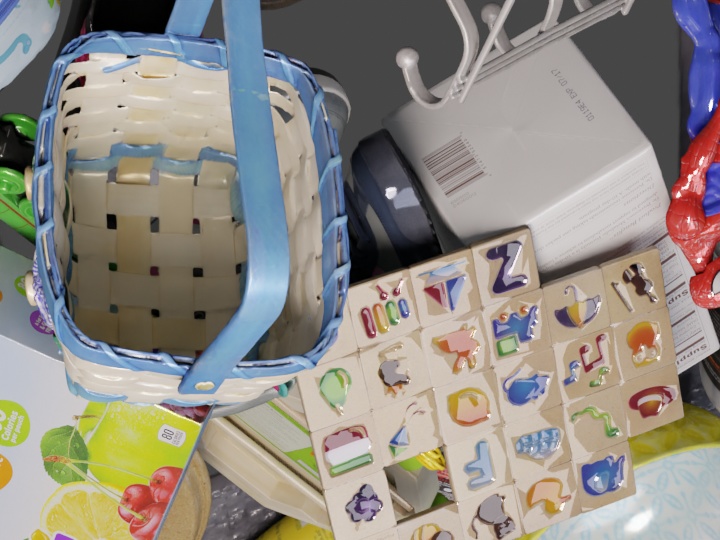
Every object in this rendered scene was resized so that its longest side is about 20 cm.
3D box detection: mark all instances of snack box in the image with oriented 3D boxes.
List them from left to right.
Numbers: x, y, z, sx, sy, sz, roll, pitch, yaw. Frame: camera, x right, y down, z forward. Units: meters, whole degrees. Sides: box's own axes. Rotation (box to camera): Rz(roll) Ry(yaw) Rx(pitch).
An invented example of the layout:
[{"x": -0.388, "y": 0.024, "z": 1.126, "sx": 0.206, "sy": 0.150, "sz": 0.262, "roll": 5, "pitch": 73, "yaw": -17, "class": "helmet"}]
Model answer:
[{"x": -0.183, "y": 0.075, "z": 1.086, "sx": 0.199, "sy": 0.068, "sz": 0.169, "roll": 24, "pitch": 125, "yaw": 0, "class": "snack box"}]

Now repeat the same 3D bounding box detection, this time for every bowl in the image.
[{"x": 0.155, "y": 0.143, "z": 1.418, "sx": 0.199, "sy": 0.108, "sz": 0.201, "roll": -17, "pitch": 139, "yaw": -15, "class": "bowl"}]

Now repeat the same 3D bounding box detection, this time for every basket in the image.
[{"x": -0.071, "y": -0.029, "z": 0.953, "sx": 0.138, "sy": 0.177, "sz": 0.200, "roll": 5, "pitch": 152, "yaw": -21, "class": "basket"}]

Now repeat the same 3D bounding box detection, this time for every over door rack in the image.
[{"x": 0.107, "y": -0.169, "z": 1.036, "sx": 0.148, "sy": 0.067, "sz": 0.200, "roll": -31, "pitch": 169, "yaw": -39, "class": "over door rack"}]

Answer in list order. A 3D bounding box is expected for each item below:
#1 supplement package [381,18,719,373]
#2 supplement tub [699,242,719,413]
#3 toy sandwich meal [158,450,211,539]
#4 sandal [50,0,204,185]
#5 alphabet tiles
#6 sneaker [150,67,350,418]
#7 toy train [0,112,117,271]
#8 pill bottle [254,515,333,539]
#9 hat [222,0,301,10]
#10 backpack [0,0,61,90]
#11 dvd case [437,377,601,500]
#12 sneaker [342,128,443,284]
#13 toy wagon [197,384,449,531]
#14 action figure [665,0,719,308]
[{"x": 0.107, "y": -0.017, "z": 1.212, "sx": 0.109, "sy": 0.114, "sz": 0.200, "roll": -31, "pitch": 141, "yaw": -1, "class": "supplement package"}, {"x": 0.263, "y": 0.002, "z": 1.323, "sx": 0.122, "sy": 0.123, "sz": 0.200, "roll": -22, "pitch": 140, "yaw": -10, "class": "supplement tub"}, {"x": -0.173, "y": 0.131, "z": 1.238, "sx": 0.204, "sy": 0.070, "sz": 0.206, "roll": -10, "pitch": 132, "yaw": -11, "class": "toy sandwich meal"}, {"x": -0.104, "y": -0.105, "z": 1.039, "sx": 0.075, "sy": 0.045, "sz": 0.201, "roll": -12, "pitch": 138, "yaw": -21, "class": "sandal"}, {"x": 0.069, "y": 0.063, "z": 1.124, "sx": 0.199, "sy": 0.008, "sz": 0.168, "roll": -19, "pitch": 115, "yaw": -14, "class": "alphabet tiles"}, {"x": -0.060, "y": 0.003, "z": 1.122, "sx": 0.083, "sy": 0.121, "sz": 0.200, "roll": 19, "pitch": 119, "yaw": -44, "class": "sneaker"}, {"x": -0.171, "y": -0.049, "z": 1.051, "sx": 0.056, "sy": 0.042, "sz": 0.200, "roll": -5, "pitch": 149, "yaw": 30, "class": "toy train"}, {"x": -0.041, "y": 0.219, "z": 1.373, "sx": 0.200, "sy": 0.115, "sz": 0.114, "roll": -39, "pitch": 140, "yaw": 11, "class": "pill bottle"}, {"x": -0.027, "y": -0.202, "z": 0.957, "sx": 0.200, "sy": 0.081, "sz": 0.201, "roll": -23, "pitch": 157, "yaw": -10, "class": "hat"}, {"x": -0.217, "y": -0.102, "z": 0.892, "sx": 0.199, "sy": 0.163, "sz": 0.154, "roll": -22, "pitch": 126, "yaw": -20, "class": "backpack"}, {"x": 0.037, "y": 0.080, "z": 1.235, "sx": 0.145, "sy": 0.022, "sz": 0.200, "roll": 16, "pitch": 154, "yaw": -5, "class": "dvd case"}, {"x": 0.000, "y": 0.000, "z": 1.180, "sx": 0.082, "sy": 0.070, "sz": 0.200, "roll": -20, "pitch": 150, "yaw": -6, "class": "sneaker"}, {"x": -0.016, "y": 0.095, "z": 1.213, "sx": 0.155, "sy": 0.040, "sz": 0.200, "roll": 40, "pitch": 149, "yaw": -22, "class": "toy wagon"}, {"x": 0.182, "y": -0.081, "z": 1.137, "sx": 0.051, "sy": 0.201, "sz": 0.065, "roll": 4, "pitch": 177, "yaw": 19, "class": "action figure"}]
